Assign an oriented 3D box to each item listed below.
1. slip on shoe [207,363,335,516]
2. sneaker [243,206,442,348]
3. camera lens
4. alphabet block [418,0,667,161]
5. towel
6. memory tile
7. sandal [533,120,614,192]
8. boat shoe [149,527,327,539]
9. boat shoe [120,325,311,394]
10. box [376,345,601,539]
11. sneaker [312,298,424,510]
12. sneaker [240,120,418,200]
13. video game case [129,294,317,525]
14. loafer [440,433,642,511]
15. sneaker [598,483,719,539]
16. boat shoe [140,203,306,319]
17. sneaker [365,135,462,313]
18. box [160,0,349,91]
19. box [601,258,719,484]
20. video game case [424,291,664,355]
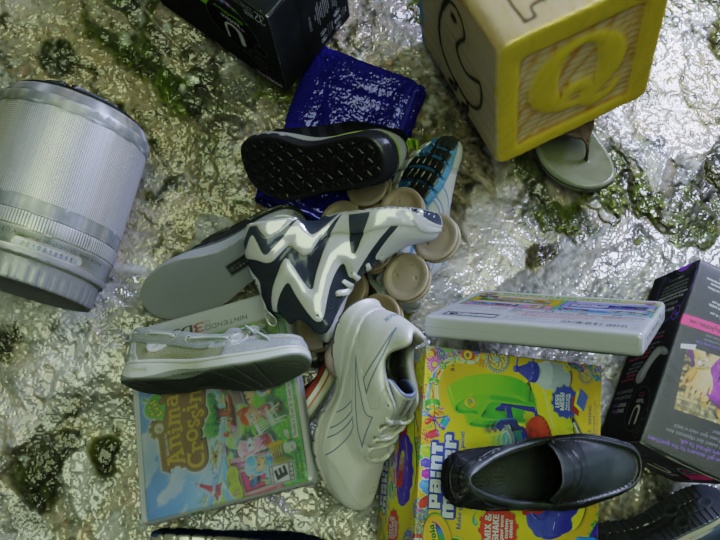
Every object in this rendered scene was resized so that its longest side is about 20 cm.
[{"bbox_3d":[-0.098,0.162,0.906,0.200,0.074,0.061,-43,81,-7],"label":"slip on shoe"},{"bbox_3d":[-0.013,0.008,0.867,0.194,0.079,0.133,-7,95,-7],"label":"sneaker"},{"bbox_3d":[-0.312,-0.077,0.891,0.157,0.160,0.204,15,77,-1],"label":"camera lens"},{"bbox_3d":[0.183,-0.276,0.929,0.193,0.196,0.202,-25,62,-3],"label":"alphabet block"},{"bbox_3d":[-0.019,-0.144,0.986,0.145,0.050,0.204,20,77,-1],"label":"towel"},{"bbox_3d":[0.000,0.000,0.910,0.153,0.017,0.201,37,89,28],"label":"memory tile"},{"bbox_3d":[0.228,-0.182,1.009,0.078,0.057,0.204,-21,79,-11],"label":"sandal"},{"bbox_3d":[-0.114,0.300,0.879,0.195,0.072,0.074,2,82,6],"label":"boat shoe"},{"bbox_3d":[-0.142,0.079,0.857,0.198,0.074,0.066,-8,64,21],"label":"boat shoe"},{"bbox_3d":[0.125,0.190,0.871,0.188,0.122,0.205,7,79,-15],"label":"box"},{"bbox_3d":[0.010,0.133,0.823,0.074,0.086,0.205,-5,106,-43],"label":"sneaker"},{"bbox_3d":[-0.032,-0.118,0.927,0.196,0.083,0.073,5,115,28],"label":"sneaker"},{"bbox_3d":[-0.143,0.134,0.884,0.178,0.022,0.204,-15,65,9],"label":"video game case"},{"bbox_3d":[0.169,0.183,0.783,0.196,0.070,0.070,-1,80,-17],"label":"loafer"},{"bbox_3d":[0.294,0.299,0.912,0.197,0.071,0.083,-22,117,5],"label":"sneaker"},{"bbox_3d":[-0.142,-0.010,0.940,0.197,0.057,0.069,-25,110,9],"label":"boat shoe"},{"bbox_3d":[0.070,-0.047,0.963,0.086,0.075,0.203,28,85,-34],"label":"sneaker"},{"bbox_3d":[-0.127,-0.325,0.952,0.199,0.149,0.125,36,77,14],"label":"box"},{"bbox_3d":[0.346,0.109,0.925,0.104,0.122,0.203,24,78,0],"label":"box"},{"bbox_3d":[0.184,0.048,0.855,0.196,0.181,0.023,3,98,25],"label":"video game case"}]
